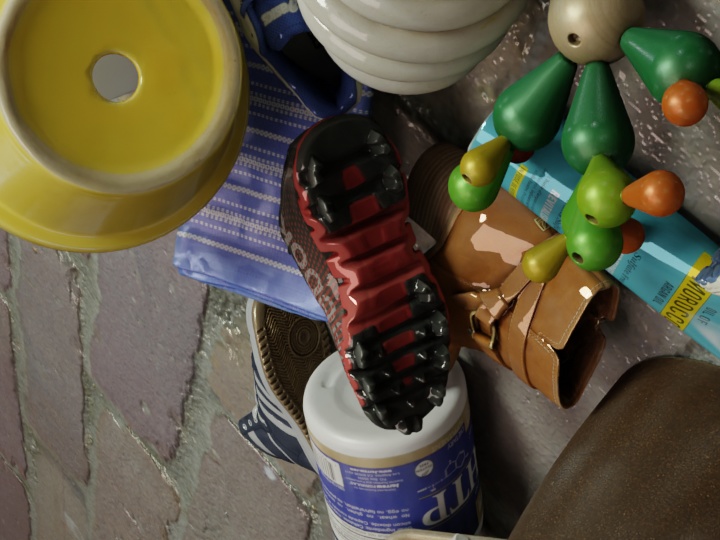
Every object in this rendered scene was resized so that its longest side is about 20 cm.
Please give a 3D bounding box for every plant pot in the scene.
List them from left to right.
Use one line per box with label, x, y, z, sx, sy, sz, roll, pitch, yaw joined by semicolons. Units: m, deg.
plant pot;-0.151;-0.107;0.728;0.202;0.200;0.189;62;166;-12
plant pot;0.152;0.181;0.711;0.187;0.200;0.188;37;146;30

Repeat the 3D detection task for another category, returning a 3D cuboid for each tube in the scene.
tube;0.147;-0.019;0.681;0.200;0.050;0.078;41;163;15

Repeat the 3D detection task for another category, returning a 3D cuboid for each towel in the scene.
towel;-0.062;-0.075;0.848;0.144;0.024;0.201;18;111;29

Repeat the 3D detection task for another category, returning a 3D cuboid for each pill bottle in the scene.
pill bottle;0.031;0.160;0.950;0.119;0.119;0.201;27;141;40

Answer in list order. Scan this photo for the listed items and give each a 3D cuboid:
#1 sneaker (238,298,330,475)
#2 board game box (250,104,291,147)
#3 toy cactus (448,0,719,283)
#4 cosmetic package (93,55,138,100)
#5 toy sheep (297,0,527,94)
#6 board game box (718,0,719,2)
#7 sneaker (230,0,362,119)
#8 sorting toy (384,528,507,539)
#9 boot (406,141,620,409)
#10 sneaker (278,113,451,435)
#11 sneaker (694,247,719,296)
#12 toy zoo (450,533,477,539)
sneaker;-0.070;0.093;1.082;0.108;0.070;0.201;10;131;49
board game box;-0.082;-0.097;0.931;0.200;0.045;0.135;45;149;17
toy cactus;0.121;-0.082;0.592;0.200;0.102;0.166;-13;75;60
cosmetic package;-0.229;-0.233;0.959;0.105;0.071;0.201;45;154;54
toy sheep;0.025;-0.159;0.638;0.138;0.138;0.200;46;163;16
board game box;0.232;-0.099;0.466;0.200;0.046;0.152;51;150;9
sneaker;-0.047;-0.171;0.701;0.200;0.075;0.088;50;-161;-40
sorting toy;0.124;0.256;0.913;0.199;0.037;0.186;0;126;16
boot;0.080;0.037;0.787;0.155;0.073;0.201;43;145;34
sneaker;0.000;0.000;0.767;0.098;0.070;0.202;28;137;66
sneaker;0.205;0.008;0.531;0.085;0.077;0.200;45;-176;-1
toy zoo;0.113;0.249;0.875;0.199;0.021;0.132;17;129;3
